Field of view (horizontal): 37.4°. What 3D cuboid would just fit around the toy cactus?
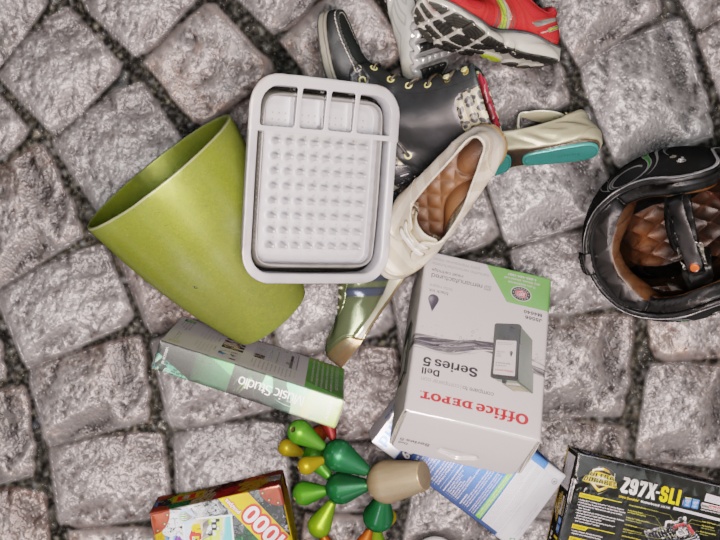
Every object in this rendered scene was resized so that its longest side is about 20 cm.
[{"bbox_3d":[0.002,0.231,1.154,0.164,0.102,0.202,-15,108,29],"label":"toy cactus"}]

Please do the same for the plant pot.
[{"bbox_3d":[-0.151,-0.027,1.124,0.186,0.187,0.201,-37,108,0],"label":"plant pot"}]

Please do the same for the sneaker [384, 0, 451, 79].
[{"bbox_3d":[0.057,-0.299,1.165,0.080,0.075,0.202,11,111,39],"label":"sneaker"}]

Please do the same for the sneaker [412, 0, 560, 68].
[{"bbox_3d":[0.136,-0.276,1.141,0.198,0.077,0.086,9,81,-37],"label":"sneaker"}]

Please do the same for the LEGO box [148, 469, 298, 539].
[{"bbox_3d":[-0.137,0.340,1.180,0.147,0.077,0.202,-13,93,-2],"label":"LEGO box"}]

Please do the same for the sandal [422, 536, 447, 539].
[{"bbox_3d":[0.113,0.381,1.208,0.082,0.050,0.204,-24,106,14],"label":"sandal"}]

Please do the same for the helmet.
[{"bbox_3d":[0.338,-0.039,1.123,0.198,0.190,0.203,9,107,31],"label":"helmet"}]

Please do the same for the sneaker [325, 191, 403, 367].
[{"bbox_3d":[0.000,0.000,1.176,0.089,0.067,0.201,34,86,-2],"label":"sneaker"}]

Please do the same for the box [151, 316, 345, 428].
[{"bbox_3d":[-0.113,0.106,1.136,0.198,0.144,0.037,17,97,-2],"label":"box"}]

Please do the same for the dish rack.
[{"bbox_3d":[-0.046,-0.089,1.067,0.170,0.043,0.203,0,96,-33],"label":"dish rack"}]

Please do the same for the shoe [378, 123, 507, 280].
[{"bbox_3d":[0.074,-0.068,1.089,0.070,0.053,0.201,38,113,3],"label":"shoe"}]

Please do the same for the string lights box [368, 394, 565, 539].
[{"bbox_3d":[0.118,0.205,1.191,0.199,0.059,0.103,38,91,-3],"label":"string lights box"}]

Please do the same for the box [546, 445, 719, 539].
[{"bbox_3d":[0.318,0.302,1.209,0.198,0.049,0.162,13,90,-2],"label":"box"}]

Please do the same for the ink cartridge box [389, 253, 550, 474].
[{"bbox_3d":[0.118,0.096,1.124,0.144,0.084,0.202,12,55,-3],"label":"ink cartridge box"}]

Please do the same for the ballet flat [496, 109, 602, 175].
[{"bbox_3d":[0.167,-0.142,1.180,0.197,0.069,0.070,-10,93,-3],"label":"ballet flat"}]

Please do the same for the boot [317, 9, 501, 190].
[{"bbox_3d":[0.051,-0.199,1.123,0.152,0.073,0.206,-19,97,22],"label":"boot"}]
